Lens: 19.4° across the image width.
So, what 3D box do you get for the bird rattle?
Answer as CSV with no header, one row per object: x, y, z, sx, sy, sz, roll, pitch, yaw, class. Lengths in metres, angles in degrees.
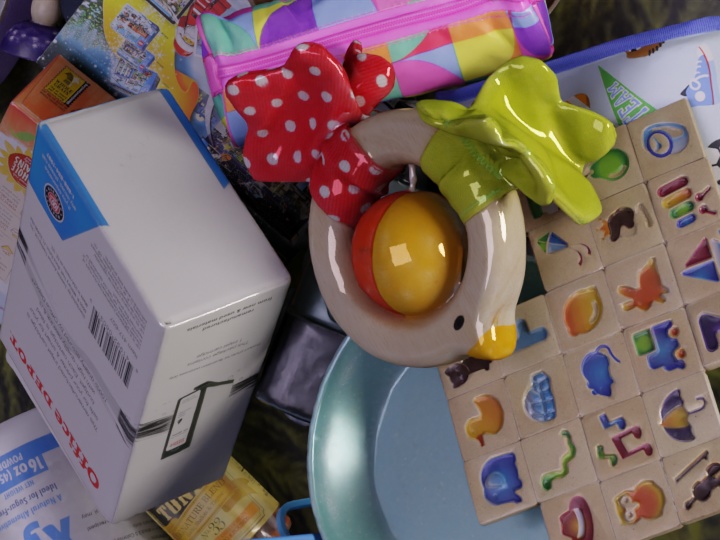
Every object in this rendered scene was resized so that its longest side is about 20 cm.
0.019,-0.034,1.048,0.199,0.112,0.164,4,96,31,bird rattle

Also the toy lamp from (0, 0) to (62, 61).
-0.196,-0.240,1.383,0.058,0.058,0.201,23,107,32,toy lamp

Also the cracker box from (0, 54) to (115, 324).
-0.179,-0.025,1.316,0.134,0.058,0.200,38,140,-1,cracker box

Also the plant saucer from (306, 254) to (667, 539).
0.068,0.092,1.072,0.199,0.036,0.201,-7,74,27,plant saucer

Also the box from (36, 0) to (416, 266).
-0.079,-0.112,1.269,0.200,0.038,0.137,42,119,-5,box

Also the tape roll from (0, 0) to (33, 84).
-0.296,-0.195,1.367,0.065,0.200,0.201,18,104,32,tape roll

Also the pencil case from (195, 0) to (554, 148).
0.010,-0.130,1.155,0.199,0.088,0.089,-17,83,7,pencil case

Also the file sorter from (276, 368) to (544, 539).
0.043,0.149,1.197,0.200,0.138,0.123,-48,64,28,file sorter

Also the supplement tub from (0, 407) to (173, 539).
-0.179,0.195,1.357,0.132,0.132,0.201,-38,72,31,supplement tub

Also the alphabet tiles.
0.115,0.036,1.037,0.166,0.008,0.201,-23,69,21,alphabet tiles

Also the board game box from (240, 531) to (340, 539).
-0.099,0.184,1.097,0.152,0.199,0.045,-29,71,34,board game box

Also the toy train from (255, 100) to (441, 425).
0.000,0.000,1.192,0.085,0.114,0.201,23,97,-1,toy train

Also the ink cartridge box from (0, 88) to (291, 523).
-0.126,0.023,1.171,0.146,0.084,0.200,55,148,24,ink cartridge box

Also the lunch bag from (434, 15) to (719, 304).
0.157,-0.037,1.111,0.199,0.123,0.171,-15,84,43,lunch bag

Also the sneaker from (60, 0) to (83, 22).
-0.104,-0.188,1.314,0.202,0.077,0.147,27,117,22,sneaker

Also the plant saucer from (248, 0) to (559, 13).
0.026,-0.198,1.178,0.201,0.200,0.035,-51,24,26,plant saucer

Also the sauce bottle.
-0.132,0.111,1.317,0.200,0.066,0.066,43,118,-2,sauce bottle
